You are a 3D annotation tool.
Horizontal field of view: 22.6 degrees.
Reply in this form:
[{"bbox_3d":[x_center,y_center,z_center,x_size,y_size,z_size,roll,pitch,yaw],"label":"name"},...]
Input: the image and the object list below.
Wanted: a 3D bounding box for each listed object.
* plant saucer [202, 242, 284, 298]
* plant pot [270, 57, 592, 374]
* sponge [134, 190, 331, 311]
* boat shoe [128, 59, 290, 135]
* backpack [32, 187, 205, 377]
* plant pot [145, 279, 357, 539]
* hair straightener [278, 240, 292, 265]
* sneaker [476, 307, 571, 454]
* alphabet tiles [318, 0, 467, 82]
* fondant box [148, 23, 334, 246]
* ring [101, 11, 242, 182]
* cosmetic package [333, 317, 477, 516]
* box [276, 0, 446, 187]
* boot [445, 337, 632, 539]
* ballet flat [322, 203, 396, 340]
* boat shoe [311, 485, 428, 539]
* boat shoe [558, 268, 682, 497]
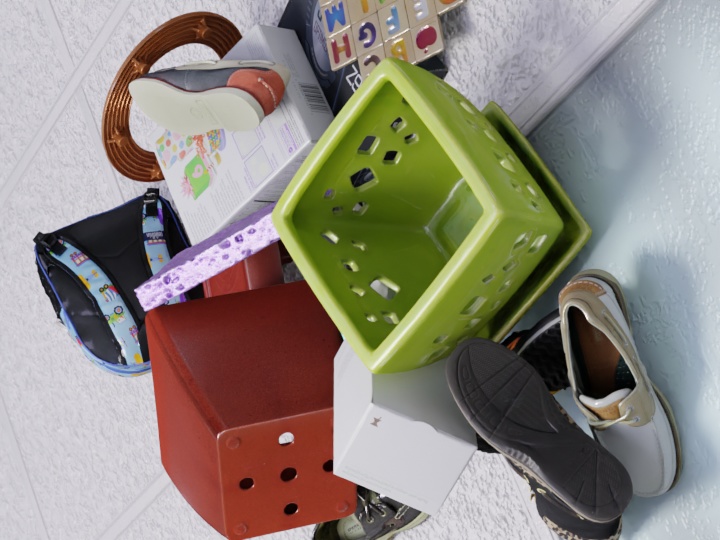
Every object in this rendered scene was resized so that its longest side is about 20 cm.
[{"bbox_3d":[-0.140,-0.031,1.964,0.200,0.036,0.202,146,115,-66],"label":"plant saucer"},{"bbox_3d":[0.073,-0.041,1.580,0.199,0.180,0.201,-51,55,26],"label":"plant pot"},{"bbox_3d":[-0.122,-0.027,1.763,0.199,0.112,0.030,-27,98,26],"label":"sponge"},{"bbox_3d":[-0.152,-0.179,1.794,0.199,0.063,0.071,6,141,45],"label":"boat shoe"},{"bbox_3d":[-0.263,0.033,2.077,0.201,0.181,0.135,59,161,24],"label":"backpack"},{"bbox_3d":[-0.091,0.149,1.779,0.177,0.197,0.202,-120,23,-55],"label":"plant pot"},{"bbox_3d":[-0.113,-0.107,1.956,0.077,0.041,0.203,7,108,53],"label":"hair straightener"},{"bbox_3d":[0.155,0.073,1.609,0.200,0.070,0.091,-48,25,31],"label":"sneaker"},{"bbox_3d":[0.023,-0.283,1.713,0.165,0.006,0.202,-22,71,35],"label":"alphabet tiles"},{"bbox_3d":[-0.119,-0.132,1.840,0.200,0.058,0.145,-40,64,34],"label":"fondant box"},{"bbox_3d":[-0.192,-0.181,1.923,0.019,0.199,0.202,37,126,32],"label":"ring"},{"bbox_3d":[0.037,0.117,1.626,0.085,0.107,0.201,-60,12,25],"label":"cosmetic package"},{"bbox_3d":[-0.008,-0.209,1.794,0.201,0.043,0.161,59,139,28],"label":"box"},{"bbox_3d":[0.155,0.156,1.549,0.200,0.073,0.151,41,169,23],"label":"boot"},{"bbox_3d":[0.000,0.000,1.765,0.073,0.072,0.202,-50,50,46],"label":"ballet flat"},{"bbox_3d":[0.014,0.240,1.833,0.201,0.065,0.072,-48,59,47],"label":"boat shoe"},{"bbox_3d":[0.208,0.103,1.500,0.074,0.068,0.202,-19,99,27],"label":"boat shoe"}]
